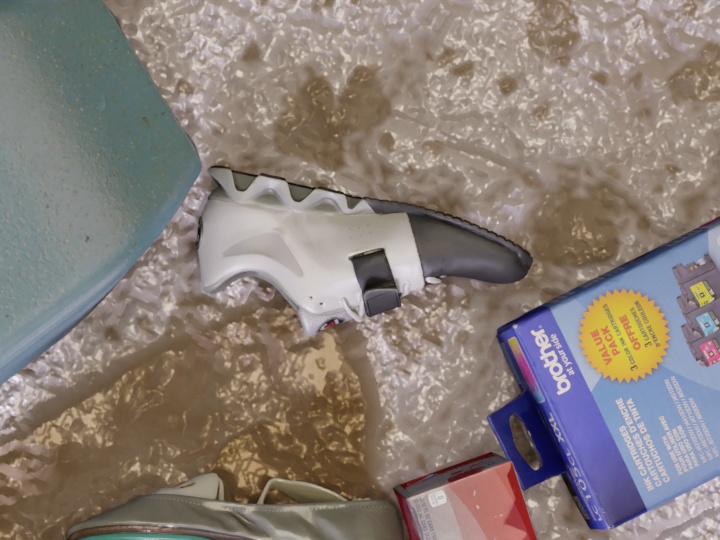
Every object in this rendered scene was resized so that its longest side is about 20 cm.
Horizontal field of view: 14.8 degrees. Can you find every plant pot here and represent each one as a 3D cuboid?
[{"bbox_3d":[-0.206,-0.048,1.569,0.199,0.196,0.197,-32,88,-18],"label":"plant pot"}]

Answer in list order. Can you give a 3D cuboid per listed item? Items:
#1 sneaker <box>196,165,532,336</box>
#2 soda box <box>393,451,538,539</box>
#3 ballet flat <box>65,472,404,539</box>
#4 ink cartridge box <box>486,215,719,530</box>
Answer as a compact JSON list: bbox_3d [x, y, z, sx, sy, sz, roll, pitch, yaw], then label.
[{"bbox_3d":[0.000,0.000,1.639,0.199,0.074,0.089,10,84,5],"label":"sneaker"},{"bbox_3d":[0.084,0.212,1.621,0.070,0.063,0.201,-18,94,-6],"label":"soda box"},{"bbox_3d":[-0.072,0.151,1.630,0.199,0.068,0.064,7,57,-6],"label":"ballet flat"},{"bbox_3d":[0.171,0.065,1.647,0.199,0.076,0.137,-26,88,-6],"label":"ink cartridge box"}]
